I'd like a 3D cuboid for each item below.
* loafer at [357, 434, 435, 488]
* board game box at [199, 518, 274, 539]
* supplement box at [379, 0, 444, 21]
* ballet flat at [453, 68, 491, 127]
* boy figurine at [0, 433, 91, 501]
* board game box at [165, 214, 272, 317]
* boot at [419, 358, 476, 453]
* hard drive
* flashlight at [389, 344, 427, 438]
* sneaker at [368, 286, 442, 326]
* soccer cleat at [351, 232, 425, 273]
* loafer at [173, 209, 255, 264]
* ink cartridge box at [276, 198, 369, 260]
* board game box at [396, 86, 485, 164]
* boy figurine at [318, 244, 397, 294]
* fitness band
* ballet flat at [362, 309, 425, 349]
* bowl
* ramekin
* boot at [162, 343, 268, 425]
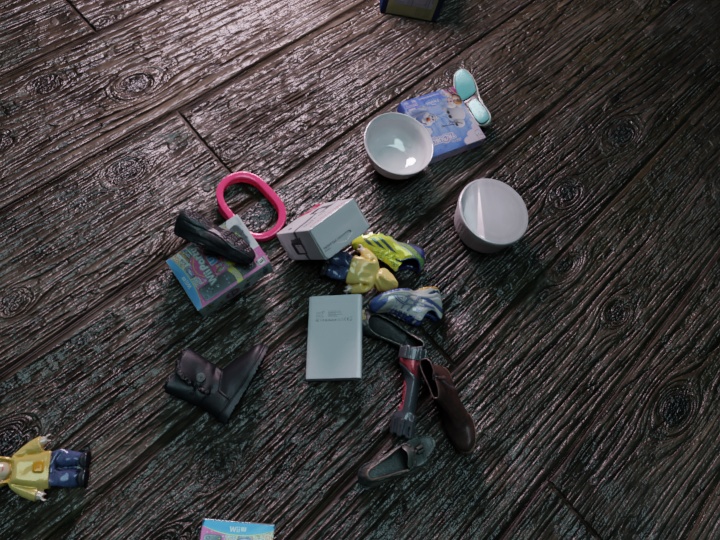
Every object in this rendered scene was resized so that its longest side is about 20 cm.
[{"bbox_3d":[0.089,0.425,1.274,0.197,0.063,0.073,-22,73,-21],"label":"loafer"},{"bbox_3d":[-0.253,0.598,1.113,0.145,0.064,0.203,9,64,-9],"label":"board game box"},{"bbox_3d":[0.171,-0.944,1.850,0.196,0.135,0.204,6,65,-10],"label":"supplement box"},{"bbox_3d":[0.340,-0.517,1.746,0.068,0.070,0.203,-18,73,-19],"label":"ballet flat"},{"bbox_3d":[-0.639,0.386,1.126,0.196,0.065,0.127,6,68,-14],"label":"boy figurine"},{"bbox_3d":[-0.330,-0.012,1.351,0.199,0.064,0.148,-35,78,-12],"label":"board game box"},{"bbox_3d":[0.191,0.307,1.293,0.072,0.166,0.203,-26,60,15],"label":"boot"},{"bbox_3d":[-0.060,0.158,1.357,0.129,0.027,0.204,-3,66,8],"label":"hard drive"},{"bbox_3d":[0.106,0.276,1.324,0.067,0.068,0.204,12,83,2],"label":"flashlight"},{"bbox_3d":[0.119,0.094,1.415,0.196,0.075,0.090,-5,71,-20],"label":"sneaker"},{"bbox_3d":[0.073,-0.042,1.473,0.196,0.065,0.085,11,62,-9],"label":"soccer cleat"},{"bbox_3d":[-0.333,-0.064,1.306,0.198,0.071,0.068,29,19,0],"label":"loafer"},{"bbox_3d":[-0.093,-0.097,1.378,0.145,0.199,0.084,-38,109,-25],"label":"ink cartridge box"},{"bbox_3d":[0.239,-0.433,1.694,0.197,0.043,0.201,-23,75,-21],"label":"board game box"},{"bbox_3d":[0.000,0.000,1.429,0.196,0.064,0.127,15,77,-9],"label":"boy figurine"},{"bbox_3d":[-0.279,-0.163,1.464,0.143,0.038,0.200,-39,81,-27],"label":"fitness band"},{"bbox_3d":[0.070,0.143,1.396,0.197,0.057,0.067,25,63,-1],"label":"ballet flat"},{"bbox_3d":[0.097,-0.328,1.589,0.197,0.091,0.205,5,65,-10],"label":"bowl"},{"bbox_3d":[0.347,-0.141,1.564,0.198,0.094,0.206,5,66,-11],"label":"ramekin"},{"bbox_3d":[-0.317,0.215,1.265,0.167,0.076,0.202,32,70,-2],"label":"boot"}]
